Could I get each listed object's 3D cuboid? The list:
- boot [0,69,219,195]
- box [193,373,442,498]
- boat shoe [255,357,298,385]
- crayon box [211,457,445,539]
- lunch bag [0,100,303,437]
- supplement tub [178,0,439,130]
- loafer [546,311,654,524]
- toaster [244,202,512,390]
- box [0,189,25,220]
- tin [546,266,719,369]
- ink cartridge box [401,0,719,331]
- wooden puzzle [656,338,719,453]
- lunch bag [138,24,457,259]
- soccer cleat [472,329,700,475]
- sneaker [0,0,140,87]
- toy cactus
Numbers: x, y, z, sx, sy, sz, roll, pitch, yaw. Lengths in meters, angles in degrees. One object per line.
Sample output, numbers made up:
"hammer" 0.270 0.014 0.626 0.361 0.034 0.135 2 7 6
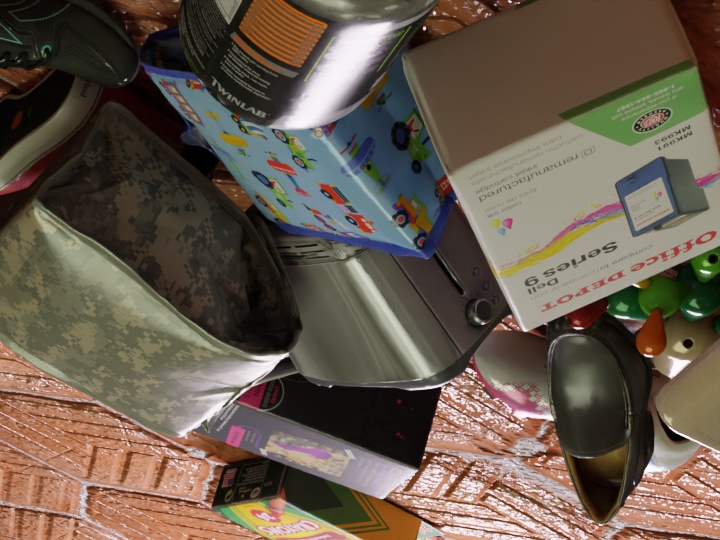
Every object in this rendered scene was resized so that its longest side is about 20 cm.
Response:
"boot" -0.186 -0.071 1.558 0.144 0.073 0.200 28 152 -28
"box" -0.043 0.080 1.730 0.199 0.123 0.106 21 157 -10
"boat shoe" -0.021 0.050 1.636 0.199 0.066 0.074 -13 160 3
"crayon box" -0.031 0.247 2.206 0.199 0.051 0.127 29 155 -27
"lunch bag" -0.143 0.013 1.471 0.200 0.118 0.164 40 142 -9
"supplement tub" -0.018 -0.161 1.153 0.122 0.123 0.200 21 157 -10
"loafer" 0.169 0.102 1.578 0.072 0.073 0.200 1 142 23
"toaster" 0.000 0.000 1.497 0.199 0.114 0.130 0 128 51
"box" -0.212 -0.017 1.659 0.199 0.101 0.075 10 157 13
"tin" 0.164 0.012 1.538 0.199 0.042 0.112 29 159 -27
"ink cartridge box" 0.122 -0.066 1.246 0.145 0.088 0.200 -23 151 4
"wooden puzzle" 0.308 0.071 1.398 0.185 0.046 0.200 -42 137 19
"lunch bag" -0.045 -0.086 1.366 0.199 0.094 0.151 -1 138 49
"soccer cleat" 0.180 0.086 1.678 0.199 0.070 0.086 27 137 -23
"sneaker" -0.234 -0.151 1.391 0.199 0.080 0.075 24 157 -19
"toy cactus" 0.219 0.031 1.436 0.199 0.103 0.165 -1 154 -3
